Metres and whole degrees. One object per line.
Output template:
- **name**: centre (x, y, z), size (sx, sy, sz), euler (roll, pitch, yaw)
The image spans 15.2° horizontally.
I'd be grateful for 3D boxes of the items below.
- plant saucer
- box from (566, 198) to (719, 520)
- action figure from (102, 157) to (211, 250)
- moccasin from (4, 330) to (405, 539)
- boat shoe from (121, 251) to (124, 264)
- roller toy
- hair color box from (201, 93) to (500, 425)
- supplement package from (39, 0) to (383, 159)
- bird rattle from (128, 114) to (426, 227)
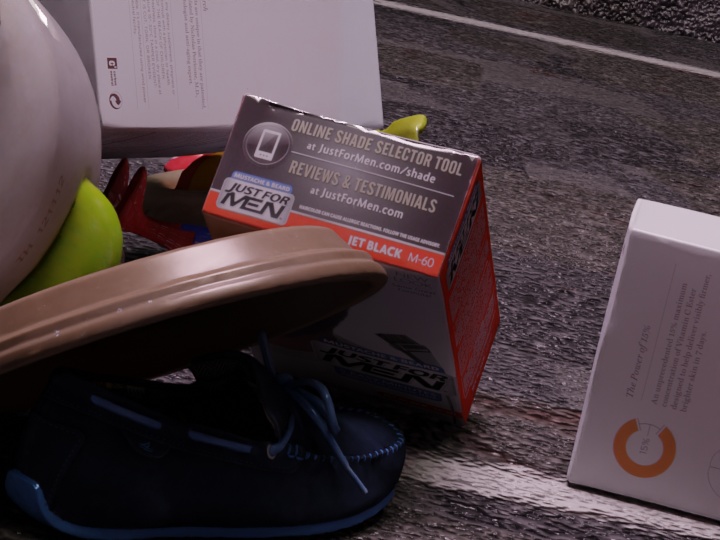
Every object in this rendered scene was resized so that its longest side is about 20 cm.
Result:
- **plant saucer**: centre (-0.087, 0.021, 1.092), size (0.199, 0.030, 0.200), euler (-17, -6, -2)
- **box**: centre (0.209, 0.055, 1.271), size (0.199, 0.125, 0.097), euler (15, 12, 5)
- **action figure**: centre (-0.023, -0.022, 1.375), size (0.199, 0.099, 0.065), euler (29, 1, -19)
- **moccasin**: centre (-0.049, 0.067, 1.083), size (0.080, 0.069, 0.199), euler (22, 15, 36)
- **boat shoe**: centre (-0.190, -0.015, 1.290), size (0.065, 0.074, 0.200), euler (16, 13, 33)
- **roller toy**: centre (-0.210, -0.057, 1.144), size (0.199, 0.184, 0.140), euler (-9, -8, 4)
- **hair color box**: centre (0.000, 0.000, 1.233), size (0.110, 0.064, 0.200), euler (16, -20, 12)
- **supplement package**: centre (-0.113, -0.155, 1.350), size (0.147, 0.193, 0.199), euler (-6, -2, 41)
- **bird rattle**: centre (-0.056, -0.045, 1.488), size (0.162, 0.113, 0.199), euler (-7, 20, -42)
